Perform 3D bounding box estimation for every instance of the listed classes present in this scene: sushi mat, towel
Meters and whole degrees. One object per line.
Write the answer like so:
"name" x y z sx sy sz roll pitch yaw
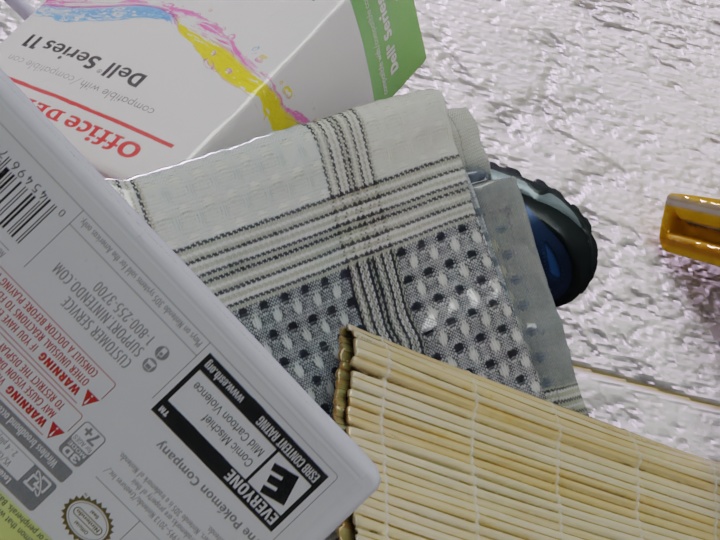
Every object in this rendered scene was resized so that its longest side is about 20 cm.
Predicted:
"sushi mat" 0.071 0.088 0.745 0.199 0.012 0.096 21 53 -33
"towel" 0.008 0.038 0.744 0.199 0.034 0.194 -18 86 -42

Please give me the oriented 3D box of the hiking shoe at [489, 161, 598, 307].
"hiking shoe" 0.000 0.000 0.846 0.199 0.075 0.087 6 41 -3

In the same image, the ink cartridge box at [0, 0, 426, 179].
"ink cartridge box" -0.079 -0.062 0.800 0.117 0.068 0.200 22 56 29

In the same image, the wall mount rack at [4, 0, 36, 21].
"wall mount rack" -0.118 -0.145 0.954 0.173 0.075 0.200 2 40 -25

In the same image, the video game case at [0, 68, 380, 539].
"video game case" -0.124 0.051 0.572 0.200 0.182 0.022 47 -2 -16

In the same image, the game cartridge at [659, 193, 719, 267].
"game cartridge" 0.264 0.000 0.940 0.199 0.033 0.176 8 5 -21
